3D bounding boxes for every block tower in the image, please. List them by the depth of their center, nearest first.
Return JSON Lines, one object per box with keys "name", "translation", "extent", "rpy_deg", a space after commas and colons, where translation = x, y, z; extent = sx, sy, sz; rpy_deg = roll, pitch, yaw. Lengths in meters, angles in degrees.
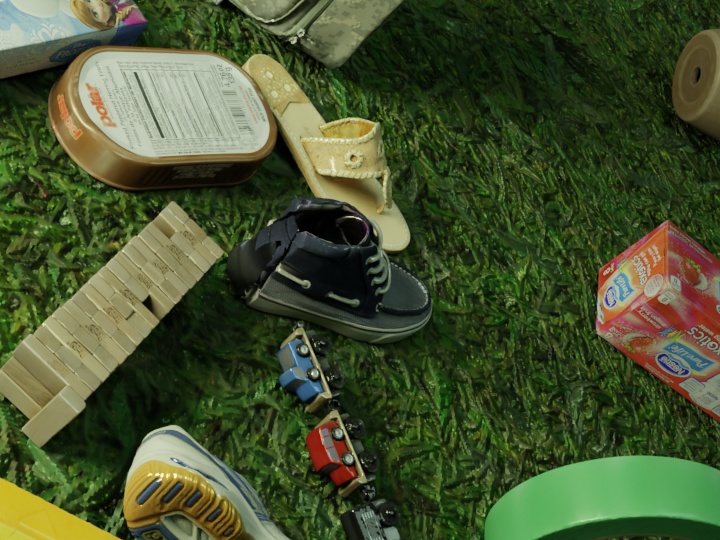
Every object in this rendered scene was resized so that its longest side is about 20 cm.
{"name": "block tower", "translation": [-0.165, 0.028, 0.851], "extent": [0.058, 0.054, 0.201], "rpy_deg": [44, 39, -8]}

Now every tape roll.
{"name": "tape roll", "translation": [0.192, 0.207, 0.944], "extent": [0.199, 0.200, 0.049], "rpy_deg": [23, 46, -29]}

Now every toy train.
{"name": "toy train", "translation": [-0.017, 0.131, 0.934], "extent": [0.045, 0.034, 0.202], "rpy_deg": [-11, 70, -34]}

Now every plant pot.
{"name": "plant pot", "translation": [0.491, -0.225, 1.595], "extent": [0.172, 0.201, 0.203], "rpy_deg": [9, 53, -16]}

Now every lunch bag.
{"name": "lunch bag", "translation": [-0.035, -0.299, 1.114], "extent": [0.167, 0.199, 0.141], "rpy_deg": [29, 41, -29]}

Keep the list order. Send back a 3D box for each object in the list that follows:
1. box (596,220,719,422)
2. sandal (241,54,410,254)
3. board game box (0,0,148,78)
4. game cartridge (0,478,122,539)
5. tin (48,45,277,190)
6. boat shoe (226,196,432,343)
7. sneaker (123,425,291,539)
{"name": "box", "translation": [0.340, 0.056, 1.279], "extent": [0.199, 0.099, 0.096], "rpy_deg": [34, 42, -20]}
{"name": "sandal", "translation": [-0.016, -0.110, 1.085], "extent": [0.212, 0.069, 0.078], "rpy_deg": [48, 40, -4]}
{"name": "board game box", "translation": [-0.286, -0.237, 0.940], "extent": [0.198, 0.043, 0.201], "rpy_deg": [-27, 80, -49]}
{"name": "game cartridge", "translation": [-0.204, 0.215, 0.689], "extent": [0.175, 0.032, 0.202], "rpy_deg": [32, 42, -22]}
{"name": "tin", "translation": [-0.149, -0.122, 0.993], "extent": [0.198, 0.042, 0.113], "rpy_deg": [-8, 63, -47]}
{"name": "boat shoe", "translation": [0.000, 0.000, 0.999], "extent": [0.198, 0.093, 0.076], "rpy_deg": [9, 55, -39]}
{"name": "sneaker", "translation": [-0.070, 0.176, 0.815], "extent": [0.201, 0.075, 0.088], "rpy_deg": [54, 8, -21]}
